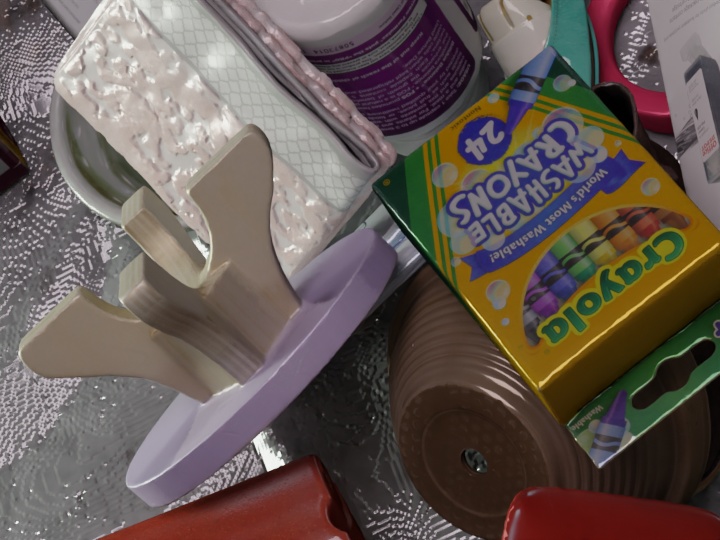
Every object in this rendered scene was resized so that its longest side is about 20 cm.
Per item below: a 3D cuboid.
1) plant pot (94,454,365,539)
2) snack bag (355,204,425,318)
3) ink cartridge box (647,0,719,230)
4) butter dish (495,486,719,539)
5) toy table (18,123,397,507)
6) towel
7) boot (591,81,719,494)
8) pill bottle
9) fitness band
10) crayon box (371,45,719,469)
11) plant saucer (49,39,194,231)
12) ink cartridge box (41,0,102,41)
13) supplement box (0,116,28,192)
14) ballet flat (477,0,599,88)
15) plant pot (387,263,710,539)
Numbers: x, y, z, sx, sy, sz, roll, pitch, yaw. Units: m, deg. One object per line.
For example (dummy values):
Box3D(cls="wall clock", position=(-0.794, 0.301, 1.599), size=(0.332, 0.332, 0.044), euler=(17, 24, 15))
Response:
Box3D(cls="plant pot", position=(-0.079, 0.212, 1.545), size=(0.195, 0.201, 0.201), euler=(-27, 59, 1))
Box3D(cls="snack bag", position=(0.000, 0.000, 1.617), size=(0.189, 0.200, 0.021), euler=(-43, 98, 1))
Box3D(cls="ink cartridge box", position=(0.254, -0.093, 1.537), size=(0.085, 0.145, 0.201), euler=(-34, 61, 58))
Box3D(cls="butter dish", position=(0.093, 0.218, 1.462), size=(0.147, 0.200, 0.200), euler=(0, 82, 43))
Box3D(cls="toy table", position=(-0.089, 0.023, 1.512), size=(0.200, 0.117, 0.184), euler=(-47, 15, -2))
Box3D(cls="towel", position=(-0.085, -0.089, 1.624), size=(0.200, 0.191, 0.032), euler=(46, 56, 2))
Box3D(cls="boot", position=(0.158, 0.013, 1.538), size=(0.072, 0.166, 0.201), euler=(-10, 63, 15))
Box3D(cls="pill bottle", position=(0.009, -0.147, 1.655), size=(0.112, 0.200, 0.113), euler=(-9, 63, 19))
Box3D(cls="fitness band", position=(0.227, -0.169, 1.673), size=(0.200, 0.037, 0.144), euler=(-34, 61, 6))
Box3D(cls="crayon box", position=(0.112, -0.010, 1.437), size=(0.126, 0.052, 0.200), euler=(-38, 57, -1))
Box3D(cls="plant saucer", position=(-0.104, -0.109, 1.774), size=(0.199, 0.050, 0.201), euler=(-9, 64, 19))
Box3D(cls="ink cartridge box", position=(-0.090, -0.192, 1.752), size=(0.200, 0.057, 0.163), euler=(-40, 58, -4))
Box3D(cls="supplement box", position=(-0.326, -0.136, 1.834), size=(0.103, 0.131, 0.200), euler=(-35, 59, 3))
Box3D(cls="ballet flat", position=(0.103, -0.170, 1.694), size=(0.067, 0.070, 0.201), euler=(-40, 43, 47))
Box3D(cls="plant pot", position=(0.087, 0.086, 1.511), size=(0.200, 0.201, 0.093), euler=(17, 36, 28))
